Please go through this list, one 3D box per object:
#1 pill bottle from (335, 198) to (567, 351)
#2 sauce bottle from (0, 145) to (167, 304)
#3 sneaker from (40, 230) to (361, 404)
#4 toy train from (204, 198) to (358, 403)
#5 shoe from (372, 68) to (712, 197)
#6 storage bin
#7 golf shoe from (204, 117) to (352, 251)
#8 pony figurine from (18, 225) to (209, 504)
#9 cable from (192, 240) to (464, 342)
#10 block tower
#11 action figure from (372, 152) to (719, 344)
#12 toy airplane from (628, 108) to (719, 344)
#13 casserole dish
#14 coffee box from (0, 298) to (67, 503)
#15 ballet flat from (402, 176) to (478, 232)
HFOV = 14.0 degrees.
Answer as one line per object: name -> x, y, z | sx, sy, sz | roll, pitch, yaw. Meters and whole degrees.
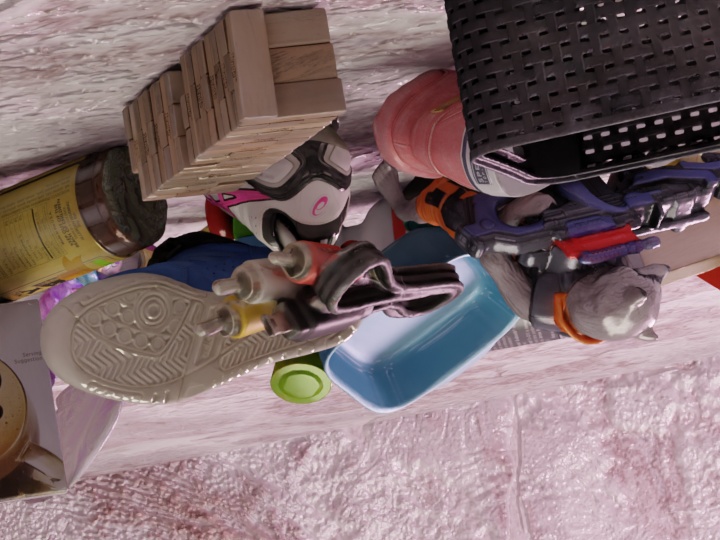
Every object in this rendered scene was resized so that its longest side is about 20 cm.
pill bottle -> 0.067, 0.000, 1.966 | 0.200, 0.116, 0.116 | -10, 172, 5
sauce bottle -> -0.203, -0.015, 1.691 | 0.200, 0.065, 0.065 | -19, 168, 33
sneaker -> -0.107, 0.026, 1.644 | 0.200, 0.077, 0.111 | -14, -169, -33
toy train -> -0.035, 0.037, 1.834 | 0.085, 0.116, 0.200 | -10, 139, 10
shoe -> 0.101, -0.088, 1.584 | 0.091, 0.072, 0.200 | 14, -157, 42
storage bin -> 0.151, -0.109, 1.369 | 0.200, 0.094, 0.135 | -13, 171, 18
golf shoe -> -0.049, -0.042, 1.623 | 0.073, 0.092, 0.200 | -11, 174, -10
pony figurine -> -0.173, 0.037, 1.880 | 0.193, 0.167, 0.200 | -53, 155, 13
cable -> 0.000, 0.000, 1.586 | 0.097, 0.050, 0.200 | -39, 166, 34
block tower -> -0.065, -0.081, 1.462 | 0.058, 0.054, 0.200 | -7, 172, -19
action figure -> 0.124, -0.021, 1.640 | 0.200, 0.105, 0.193 | -8, -148, -21
toy airplane -> 0.221, -0.037, 1.796 | 0.199, 0.141, 0.200 | 0, -150, 25
casserole dish -> 0.032, 0.027, 1.785 | 0.121, 0.039, 0.200 | -37, 159, 4
coffee box -> -0.276, 0.086, 1.645 | 0.200, 0.113, 0.080 | -7, 177, -19
ballet flat -> 0.075, -0.043, 1.814 | 0.068, 0.068, 0.200 | -12, 161, 24
